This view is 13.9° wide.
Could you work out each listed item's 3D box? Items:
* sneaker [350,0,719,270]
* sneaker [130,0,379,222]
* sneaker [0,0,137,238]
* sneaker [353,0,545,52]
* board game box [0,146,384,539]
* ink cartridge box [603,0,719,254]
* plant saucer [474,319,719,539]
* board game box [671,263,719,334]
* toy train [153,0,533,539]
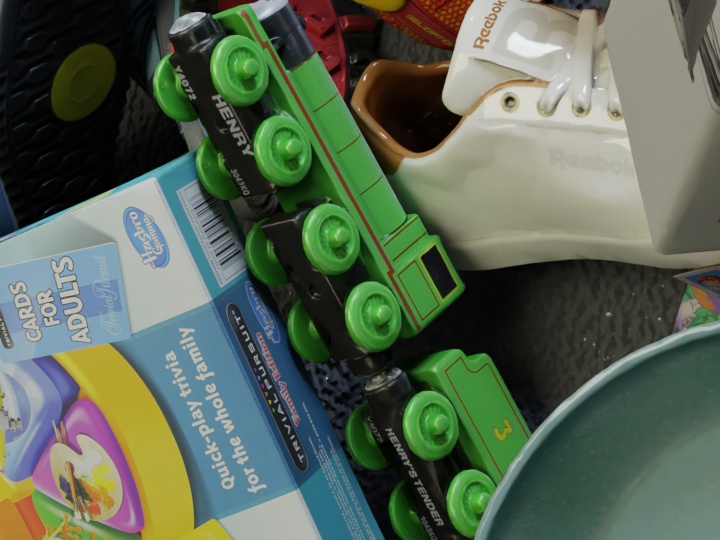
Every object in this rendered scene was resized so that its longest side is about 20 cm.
[{"bbox_3d":[0.076,-0.049,0.917,0.200,0.085,0.073,-11,40,40],"label":"sneaker"},{"bbox_3d":[-0.056,-0.095,1.080,0.096,0.079,0.200,-50,49,49],"label":"sneaker"},{"bbox_3d":[-0.123,-0.053,1.064,0.078,0.066,0.200,38,147,32],"label":"sneaker"},{"bbox_3d":[0.026,-0.171,0.998,0.073,0.077,0.200,-25,56,37],"label":"sneaker"},{"bbox_3d":[-0.110,0.068,0.972,0.200,0.047,0.151,-22,96,23],"label":"board game box"},{"bbox_3d":[0.155,-0.090,0.760,0.200,0.145,0.084,103,160,-60],"label":"ink cartridge box"},{"bbox_3d":[0.123,0.109,0.781,0.200,0.036,0.201,2,95,25],"label":"plant saucer"},{"bbox_3d":[0.159,0.040,0.866,0.200,0.039,0.158,-18,71,39],"label":"board game box"},{"bbox_3d":[0.000,0.000,0.946,0.042,0.056,0.200,-12,112,48],"label":"toy train"}]
